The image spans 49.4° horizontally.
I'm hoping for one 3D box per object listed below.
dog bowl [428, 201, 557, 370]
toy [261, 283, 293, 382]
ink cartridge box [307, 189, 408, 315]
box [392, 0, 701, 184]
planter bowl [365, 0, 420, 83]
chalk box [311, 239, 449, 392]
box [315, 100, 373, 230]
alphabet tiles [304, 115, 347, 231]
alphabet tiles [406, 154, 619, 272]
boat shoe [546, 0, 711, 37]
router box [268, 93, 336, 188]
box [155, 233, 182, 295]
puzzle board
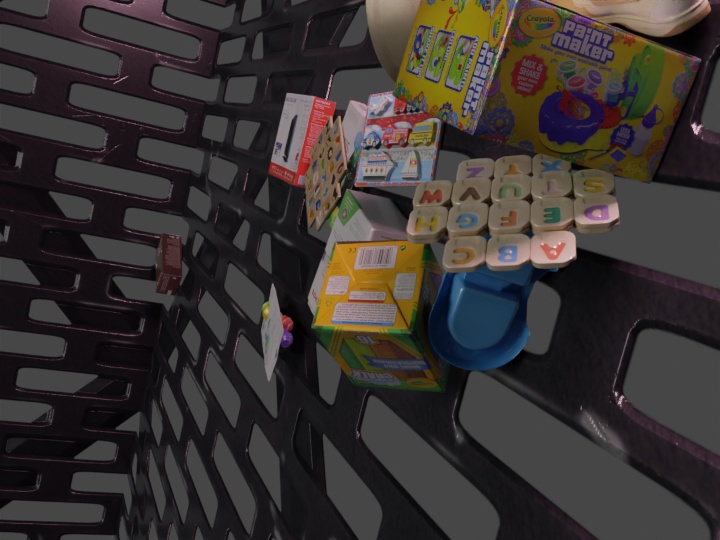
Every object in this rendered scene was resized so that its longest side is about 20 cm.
[{"bbox_3d":[0.142,0.010,0.850,0.050,0.111,0.200,-89,17,-69],"label":"dog bowl"},{"bbox_3d":[-0.161,0.121,1.552,0.200,0.047,0.115,-119,42,-60],"label":"toy"},{"bbox_3d":[0.000,0.000,1.193,0.146,0.084,0.200,-120,45,-56],"label":"ink cartridge box"},{"bbox_3d":[0.167,-0.185,0.752,0.193,0.200,0.122,-131,55,-61],"label":"box"},{"bbox_3d":[0.120,-0.323,0.961,0.135,0.200,0.201,7,86,39],"label":"planter bowl"},{"bbox_3d":[0.042,0.068,0.949,0.124,0.200,0.124,-1,56,23],"label":"chalk box"},{"bbox_3d":[-0.018,-0.179,1.367,0.144,0.036,0.200,-120,45,-56],"label":"box"},{"bbox_3d":[-0.065,-0.178,1.425,0.166,0.006,0.200,127,146,-45],"label":"alphabet tiles"},{"bbox_3d":[0.147,-0.065,0.768,0.196,0.200,0.015,-73,-26,-49],"label":"alphabet tiles"},{"bbox_3d":[0.245,-0.277,0.748,0.074,0.069,0.200,-37,33,-9],"label":"boat shoe"},{"bbox_3d":[-0.125,-0.271,1.626,0.200,0.049,0.180,-148,70,-65],"label":"router box"},{"bbox_3d":[-0.660,-0.022,2.695,0.100,0.075,0.200,-59,33,38],"label":"box"},{"bbox_3d":[0.057,-0.203,1.191,0.200,0.017,0.151,9,88,56],"label":"puzzle board"}]
